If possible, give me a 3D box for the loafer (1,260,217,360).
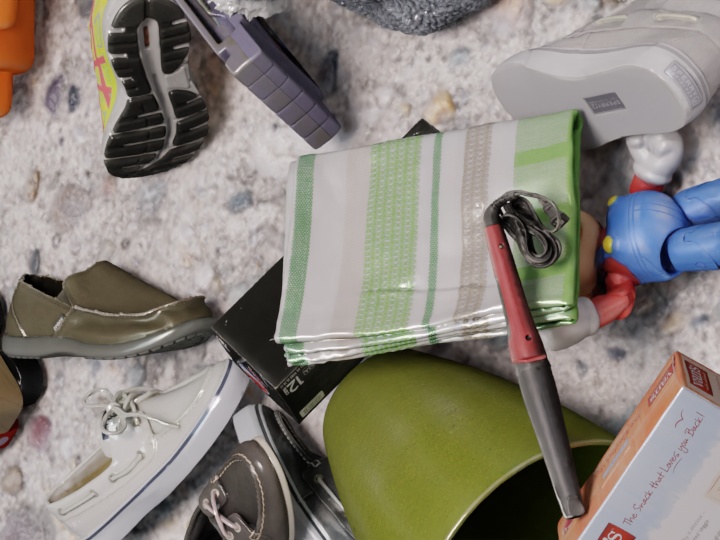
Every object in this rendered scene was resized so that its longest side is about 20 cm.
[{"bbox_3d":[-0.191,0.028,1.652,0.199,0.075,0.070,-3,92,35],"label":"loafer"}]

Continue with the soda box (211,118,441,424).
[{"bbox_3d":[0.000,0.000,1.469,0.200,0.063,0.071,-44,62,-9],"label":"soda box"}]

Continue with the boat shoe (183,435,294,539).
[{"bbox_3d":[-0.089,0.183,1.529,0.067,0.057,0.201,54,154,23],"label":"boat shoe"}]

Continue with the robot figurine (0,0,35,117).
[{"bbox_3d":[-0.306,-0.217,1.710,0.115,0.144,0.202,1,91,0],"label":"robot figurine"}]

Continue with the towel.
[{"bbox_3d":[0.041,-0.023,1.395,0.198,0.031,0.151,-10,62,23],"label":"towel"}]

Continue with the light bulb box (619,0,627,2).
[{"bbox_3d":[0.132,-0.297,1.329,0.124,0.198,0.201,36,96,30],"label":"light bulb box"}]

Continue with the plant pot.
[{"bbox_3d":[0.063,0.139,1.426,0.200,0.186,0.188,41,113,47],"label":"plant pot"}]

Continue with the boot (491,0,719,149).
[{"bbox_3d":[0.170,-0.133,1.408,0.074,0.096,0.199,55,157,-22],"label":"boot"}]

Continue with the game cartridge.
[{"bbox_3d":[-0.095,-0.178,1.543,0.038,0.129,0.200,-43,57,9],"label":"game cartridge"}]

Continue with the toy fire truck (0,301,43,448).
[{"bbox_3d":[-0.370,0.098,1.762,0.177,0.128,0.200,54,129,22],"label":"toy fire truck"}]

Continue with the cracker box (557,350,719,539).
[{"bbox_3d":[0.231,0.155,1.301,0.199,0.058,0.135,29,110,-8],"label":"cracker box"}]

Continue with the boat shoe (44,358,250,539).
[{"bbox_3d":[-0.164,0.118,1.620,0.086,0.075,0.202,37,123,-13],"label":"boat shoe"}]

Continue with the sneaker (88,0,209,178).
[{"bbox_3d":[-0.156,-0.148,1.599,0.201,0.077,0.091,98,153,-50],"label":"sneaker"}]

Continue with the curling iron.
[{"bbox_3d":[0.106,0.045,1.307,0.049,0.026,0.202,-14,71,21],"label":"curling iron"}]

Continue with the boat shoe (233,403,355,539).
[{"bbox_3d":[-0.014,0.163,1.540,0.071,0.072,0.201,-38,66,5],"label":"boat shoe"}]

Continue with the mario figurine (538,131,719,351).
[{"bbox_3d":[0.156,-0.023,1.382,0.199,0.123,0.107,-19,98,29],"label":"mario figurine"}]

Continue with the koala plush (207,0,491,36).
[{"bbox_3d":[-0.015,-0.238,1.453,0.183,0.199,0.178,37,110,29],"label":"koala plush"}]
